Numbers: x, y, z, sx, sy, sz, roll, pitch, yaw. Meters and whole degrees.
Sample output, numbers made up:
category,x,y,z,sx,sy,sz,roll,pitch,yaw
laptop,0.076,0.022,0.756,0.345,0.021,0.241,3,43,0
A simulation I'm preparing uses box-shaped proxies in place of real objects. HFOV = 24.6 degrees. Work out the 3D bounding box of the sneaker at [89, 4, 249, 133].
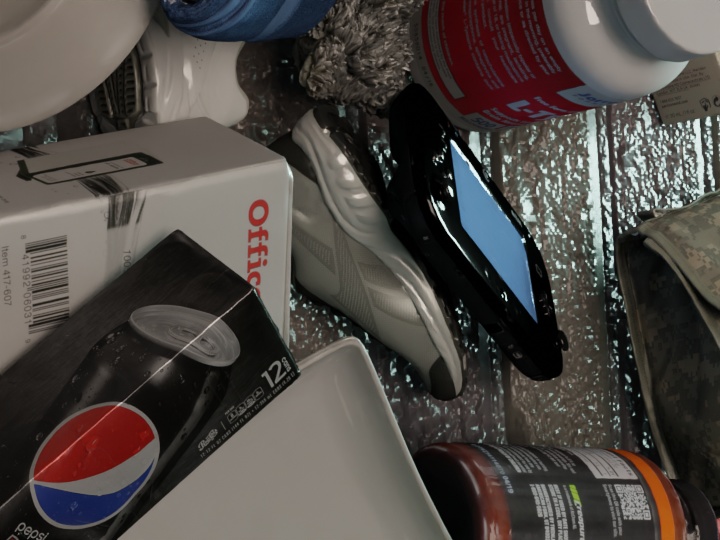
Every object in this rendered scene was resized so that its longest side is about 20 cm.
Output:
category,x,y,z,sx,sy,sz,roll,pitch,yaw
sneaker,-0.098,-0.166,0.878,0.099,0.077,0.203,-12,106,-44

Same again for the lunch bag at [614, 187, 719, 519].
category,x,y,z,sx,sy,sz,roll,pitch,yaw
lunch bag,0.263,0.039,1.058,0.163,0.117,0.202,-19,88,-30

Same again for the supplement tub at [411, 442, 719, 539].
category,x,y,z,sx,sy,sz,roll,pitch,yaw
supplement tub,0.118,0.157,0.973,0.198,0.106,0.109,7,82,-34

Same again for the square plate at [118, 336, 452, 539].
category,x,y,z,sx,sy,sz,roll,pitch,yaw
square plate,-0.058,0.143,0.827,0.196,0.029,0.201,-28,126,-4

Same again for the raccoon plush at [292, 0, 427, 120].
category,x,y,z,sx,sy,sz,roll,pitch,yaw
raccoon plush,0.016,-0.175,0.886,0.096,0.200,0.136,6,62,-20

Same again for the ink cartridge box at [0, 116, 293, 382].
category,x,y,z,sx,sy,sz,roll,pitch,yaw
ink cartridge box,-0.137,0.018,0.798,0.198,0.084,0.148,-14,118,-36

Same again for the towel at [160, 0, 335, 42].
category,x,y,z,sx,sy,sz,roll,pitch,yaw
towel,-0.037,-0.161,0.782,0.048,0.200,0.113,24,101,6

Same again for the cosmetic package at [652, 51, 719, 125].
category,x,y,z,sx,sy,sz,roll,pitch,yaw
cosmetic package,0.223,-0.211,1.098,0.105,0.071,0.202,-30,103,-32

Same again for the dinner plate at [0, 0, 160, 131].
category,x,y,z,sx,sy,sz,roll,pitch,yaw
dinner plate,-0.174,-0.164,0.750,0.024,0.197,0.203,14,75,-72

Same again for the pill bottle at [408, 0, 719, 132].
category,x,y,z,sx,sy,sz,roll,pitch,yaw
pill bottle,0.121,-0.148,0.946,0.111,0.199,0.114,3,84,-33

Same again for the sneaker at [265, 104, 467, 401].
category,x,y,z,sx,sy,sz,roll,pitch,yaw
sneaker,0.000,0.000,0.937,0.079,0.074,0.201,-29,120,10

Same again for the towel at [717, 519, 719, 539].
category,x,y,z,sx,sy,sz,roll,pitch,yaw
towel,0.270,0.077,1.135,0.143,0.022,0.203,-14,92,-32

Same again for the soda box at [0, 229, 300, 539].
category,x,y,z,sx,sy,sz,roll,pitch,yaw
soda box,-0.126,0.076,0.726,0.200,0.071,0.064,-42,135,-15

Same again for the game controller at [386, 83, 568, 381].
category,x,y,z,sx,sy,sz,roll,pitch,yaw
game controller,0.069,-0.019,0.945,0.200,0.042,0.105,49,37,-47
